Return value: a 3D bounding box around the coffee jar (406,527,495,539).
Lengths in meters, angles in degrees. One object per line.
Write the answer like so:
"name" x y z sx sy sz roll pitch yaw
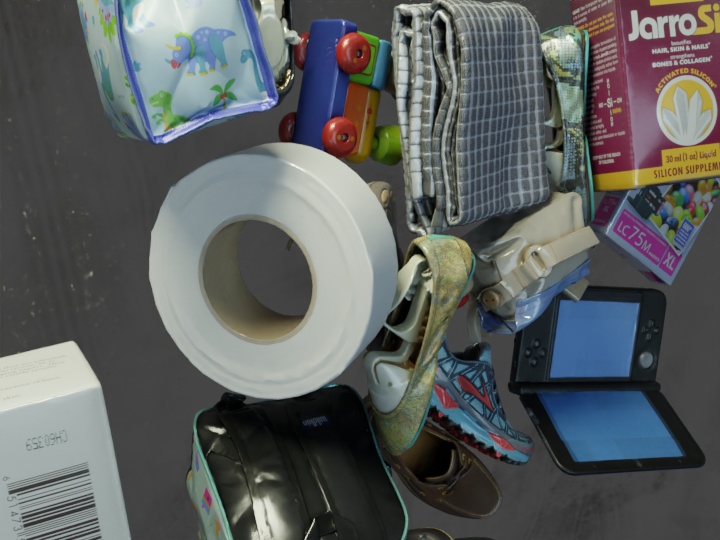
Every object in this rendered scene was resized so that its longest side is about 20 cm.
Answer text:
"coffee jar" 0.082 0.306 0.907 0.200 0.084 0.106 35 44 -57

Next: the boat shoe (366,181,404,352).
"boat shoe" 0.000 0.000 0.861 0.072 0.075 0.202 3 133 11

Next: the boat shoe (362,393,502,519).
"boat shoe" 0.076 0.198 0.948 0.200 0.067 0.072 41 81 -26

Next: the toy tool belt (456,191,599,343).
"toy tool belt" 0.149 0.014 0.915 0.199 0.124 0.124 -33 111 -31

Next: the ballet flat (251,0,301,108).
"ballet flat" -0.082 -0.238 0.793 0.072 0.073 0.203 -7 102 -24

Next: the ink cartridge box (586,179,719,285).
"ink cartridge box" 0.342 -0.100 1.040 0.119 0.042 0.202 32 83 -27

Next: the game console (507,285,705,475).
"game console" 0.270 0.111 0.998 0.198 0.118 0.173 3 98 -26

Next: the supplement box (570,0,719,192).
"supplement box" 0.296 -0.186 0.941 0.129 0.103 0.203 -9 94 -12

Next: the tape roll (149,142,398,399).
"tape roll" -0.073 -0.001 0.776 0.200 0.071 0.205 6 107 19

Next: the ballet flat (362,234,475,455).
"ballet flat" 0.038 0.063 0.818 0.070 0.071 0.202 14 102 -27

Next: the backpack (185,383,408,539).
"backpack" -0.054 0.215 0.816 0.174 0.200 0.155 -4 122 -25

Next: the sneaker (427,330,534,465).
"sneaker" 0.117 0.122 0.949 0.199 0.079 0.096 38 80 -26

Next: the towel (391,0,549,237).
"towel" 0.103 -0.139 0.852 0.165 0.085 0.203 -21 110 -54

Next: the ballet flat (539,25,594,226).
"ballet flat" 0.198 -0.142 0.956 0.073 0.074 0.203 -10 102 -23

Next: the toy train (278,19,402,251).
"toy train" -0.008 -0.114 0.853 0.115 0.084 0.203 5 98 -40

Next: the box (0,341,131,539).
"box" -0.291 0.185 0.735 0.198 0.130 0.202 -13 105 -22

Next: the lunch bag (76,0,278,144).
"lunch bag" -0.152 -0.207 0.710 0.126 0.170 0.202 -23 106 -20
